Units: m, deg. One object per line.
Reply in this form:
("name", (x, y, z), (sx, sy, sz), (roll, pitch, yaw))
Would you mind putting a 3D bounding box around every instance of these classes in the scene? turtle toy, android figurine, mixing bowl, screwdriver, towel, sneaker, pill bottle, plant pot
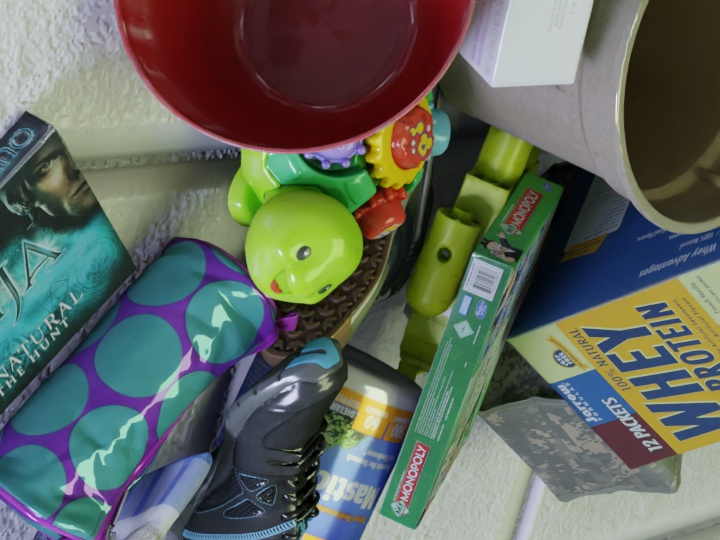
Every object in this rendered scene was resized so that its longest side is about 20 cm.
("turtle toy", (-0.016, -0.067, 1.527), (0.200, 0.101, 0.146), (-60, 142, -25))
("android figurine", (0.070, -0.013, 1.703), (0.200, 0.041, 0.182), (-67, 173, 18))
("mixing bowl", (-0.027, -0.151, 1.430), (0.200, 0.200, 0.108), (-59, 167, -3))
("screwdriver", (0.052, -0.116, 1.626), (0.029, 0.028, 0.201), (14, 82, -62))
("towel", (-0.171, 0.193, 1.507), (0.024, 0.147, 0.200), (42, 62, -10))
("sneaker", (0.000, 0.000, 1.630), (0.090, 0.067, 0.200), (73, 36, -51))
("sneaker", (-0.047, 0.114, 1.541), (0.073, 0.082, 0.200), (-34, 166, -43))
("pill bottle", (-0.047, 0.145, 1.658), (0.112, 0.112, 0.200), (17, 99, -56))
("plant pot", (0.146, -0.141, 1.559), (0.200, 0.183, 0.201), (-22, 121, -42))

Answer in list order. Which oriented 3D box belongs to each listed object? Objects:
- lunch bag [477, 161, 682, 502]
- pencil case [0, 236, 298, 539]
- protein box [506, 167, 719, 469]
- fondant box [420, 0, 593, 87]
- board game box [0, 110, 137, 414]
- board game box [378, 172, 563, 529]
("lunch bag", (0.161, 0.041, 1.847), (0.164, 0.117, 0.200), (46, 45, -51))
("pencil case", (-0.132, 0.074, 1.510), (0.200, 0.092, 0.085), (-51, 171, -17))
("protein box", (0.233, -0.007, 1.684), (0.135, 0.198, 0.200), (45, 47, -22))
("fondant box", (0.067, -0.213, 1.464), (0.058, 0.200, 0.145), (-5, 124, -25))
("board game box", (-0.218, 0.026, 1.423), (0.200, 0.028, 0.135), (-49, 145, -18))
("board game box", (0.071, 0.051, 1.644), (0.135, 0.029, 0.200), (-55, 165, -61))
